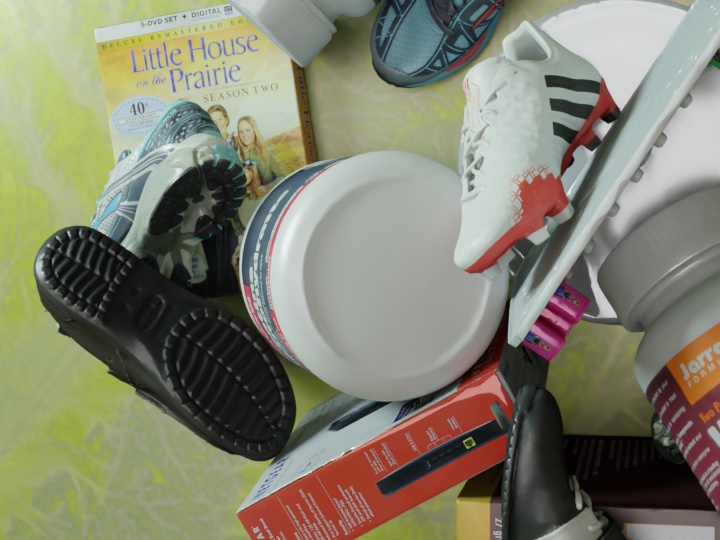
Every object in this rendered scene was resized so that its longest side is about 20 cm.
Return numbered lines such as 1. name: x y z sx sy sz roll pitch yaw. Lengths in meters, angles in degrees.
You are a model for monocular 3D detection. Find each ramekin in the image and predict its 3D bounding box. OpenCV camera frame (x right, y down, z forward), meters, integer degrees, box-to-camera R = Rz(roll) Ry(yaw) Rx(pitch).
1. ramekin: 0.166 -0.070 0.888 0.200 0.094 0.205 1 96 12

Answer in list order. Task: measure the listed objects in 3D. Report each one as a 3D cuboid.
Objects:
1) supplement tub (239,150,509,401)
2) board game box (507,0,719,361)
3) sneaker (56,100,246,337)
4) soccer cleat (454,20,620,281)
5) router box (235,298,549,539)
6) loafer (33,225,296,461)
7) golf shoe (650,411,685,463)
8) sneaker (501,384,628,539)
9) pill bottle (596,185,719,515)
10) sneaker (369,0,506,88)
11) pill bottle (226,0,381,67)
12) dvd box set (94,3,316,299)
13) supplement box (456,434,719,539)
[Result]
1. supplement tub: 0.000 0.000 0.862 0.139 0.200 0.142 0 92 -13
2. board game box: 0.144 -0.057 0.743 0.026 0.200 0.201 33 102 1
3. sneaker: -0.148 -0.031 0.956 0.200 0.077 0.087 -47 48 28
4. soccer cleat: 0.082 -0.070 0.764 0.085 0.200 0.069 45 132 -8
5. router box: 0.029 0.099 0.880 0.178 0.200 0.049 -30 95 13
6. loafer: -0.126 0.049 0.901 0.200 0.071 0.073 42 63 -6
7. golf shoe: 0.229 0.021 0.815 0.077 0.088 0.202 29 114 30
8. sneaker: 0.119 0.156 0.732 0.087 0.074 0.203 -4 102 13
9. pill bottle: 0.208 0.063 0.709 0.109 0.109 0.201 -35 67 14
10. sneaker: 0.073 -0.203 0.897 0.079 0.095 0.200 45 103 6
11. pill bottle: -0.007 -0.237 0.891 0.114 0.114 0.200 42 94 6
12. dvd box set: -0.103 -0.082 0.983 0.144 0.029 0.203 -7 94 14
13. supplement box: 0.170 0.186 0.857 0.197 0.197 0.135 0 95 12
